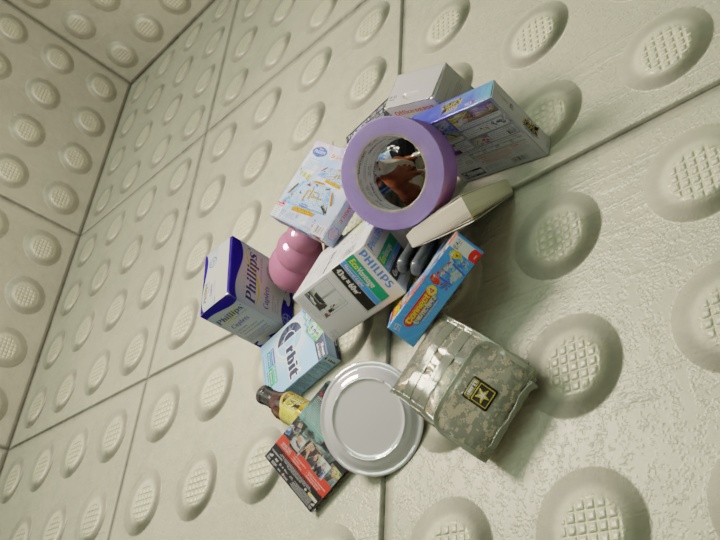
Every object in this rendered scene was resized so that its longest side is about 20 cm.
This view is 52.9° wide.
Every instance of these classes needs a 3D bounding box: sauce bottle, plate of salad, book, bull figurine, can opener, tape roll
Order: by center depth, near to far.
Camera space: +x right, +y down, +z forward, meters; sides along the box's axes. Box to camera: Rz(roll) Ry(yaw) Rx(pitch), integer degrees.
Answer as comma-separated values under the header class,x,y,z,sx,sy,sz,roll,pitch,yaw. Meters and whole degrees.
class,x,y,z,sx,sy,sz,roll,pitch,yaw
plate of salad,0.021,0.263,1.290,0.198,0.048,0.202,-3,81,23
book,0.180,-0.105,1.303,0.133,0.048,0.200,-29,0,37
tape roll,0.070,-0.176,1.312,0.198,0.085,0.202,3,98,25
can opener,0.123,-0.044,1.366,0.052,0.067,0.200,9,30,20
bull figurine,0.097,-0.188,1.452,0.121,0.200,0.066,-16,62,23
sauce bottle,-0.139,0.283,1.467,0.199,0.066,0.066,16,77,41

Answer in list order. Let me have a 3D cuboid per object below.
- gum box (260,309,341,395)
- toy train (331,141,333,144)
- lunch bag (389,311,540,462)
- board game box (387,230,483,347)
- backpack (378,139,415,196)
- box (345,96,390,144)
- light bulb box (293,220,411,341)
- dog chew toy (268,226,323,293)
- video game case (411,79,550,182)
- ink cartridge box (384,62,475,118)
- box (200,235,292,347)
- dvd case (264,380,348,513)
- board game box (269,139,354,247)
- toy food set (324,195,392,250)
class,x,y,z,sx,sy,sz,roll,pitch,yaw
gum box,-0.136,0.183,1.587,0.200,0.044,0.171,-41,39,23
toy train,-0.066,-0.263,1.781,0.115,0.084,0.202,-28,43,54
lunch bag,0.169,0.184,1.145,0.200,0.117,0.165,29,85,51
board game box,0.130,0.023,1.275,0.196,0.056,0.200,-54,-1,7
backpack,0.026,-0.223,1.604,0.198,0.155,0.164,-16,29,15
box,0.054,-0.324,1.731,0.200,0.044,0.161,-39,40,27
light bulb box,0.000,0.000,1.427,0.199,0.125,0.199,-35,15,30
dog chew toy,-0.140,-0.038,1.642,0.201,0.123,0.125,113,162,-50
video game case,0.220,-0.253,1.350,0.199,0.181,0.046,-14,53,45
ink cartridge box,0.172,-0.311,1.438,0.147,0.199,0.086,2,65,51
box,-0.264,0.053,1.705,0.105,0.199,0.185,-34,41,29
dvd case,-0.075,0.330,1.359,0.146,0.022,0.200,43,103,22
board game box,-0.076,-0.167,1.530,0.199,0.041,0.200,27,82,46
toy food set,-0.004,-0.062,1.592,0.199,0.060,0.144,-33,42,32
